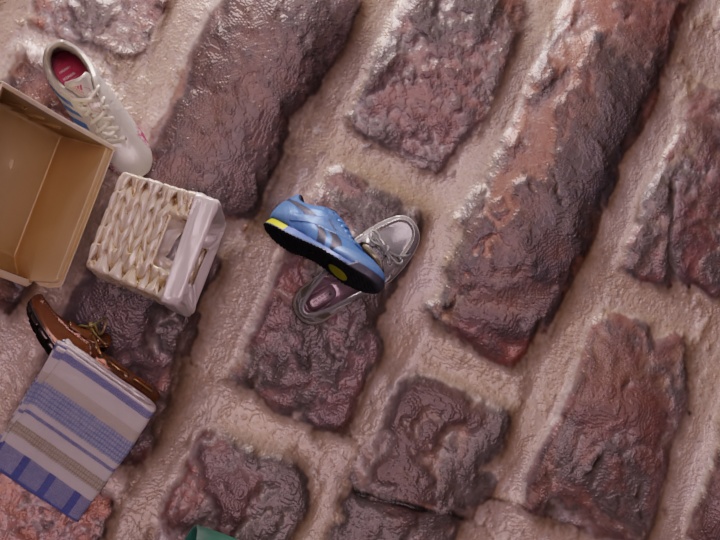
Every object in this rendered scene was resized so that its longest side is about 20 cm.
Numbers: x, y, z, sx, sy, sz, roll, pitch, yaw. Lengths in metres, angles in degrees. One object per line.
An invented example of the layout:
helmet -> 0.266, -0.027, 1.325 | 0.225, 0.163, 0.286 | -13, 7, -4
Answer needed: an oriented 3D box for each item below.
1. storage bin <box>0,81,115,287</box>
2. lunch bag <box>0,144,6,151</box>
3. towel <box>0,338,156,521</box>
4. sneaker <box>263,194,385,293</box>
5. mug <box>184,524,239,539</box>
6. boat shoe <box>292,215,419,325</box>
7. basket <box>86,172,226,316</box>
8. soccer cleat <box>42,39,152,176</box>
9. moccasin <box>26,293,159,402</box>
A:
storage bin -> -0.416, -0.097, 1.286 | 0.093, 0.200, 0.202 | 16, 83, 28
lunch bag -> -0.532, -0.098, 1.320 | 0.166, 0.139, 0.203 | 21, 84, -27
towel -> -0.356, 0.198, 1.344 | 0.146, 0.024, 0.201 | 35, 107, -5
sneaker -> -0.034, -0.042, 1.390 | 0.199, 0.066, 0.079 | 30, 67, 34
mug -> -0.181, 0.409, 1.345 | 0.113, 0.185, 0.154 | 22, 59, -11
boat shoe -> -0.002, -0.001, 1.435 | 0.201, 0.065, 0.075 | -34, 92, -10
basket -> -0.244, -0.031, 1.330 | 0.122, 0.200, 0.138 | 21, 83, -3
soccer cleat -> -0.337, -0.202, 1.380 | 0.070, 0.086, 0.201 | -38, 93, -10
moccasin -> -0.335, 0.103, 1.367 | 0.201, 0.074, 0.078 | 43, 69, -1
